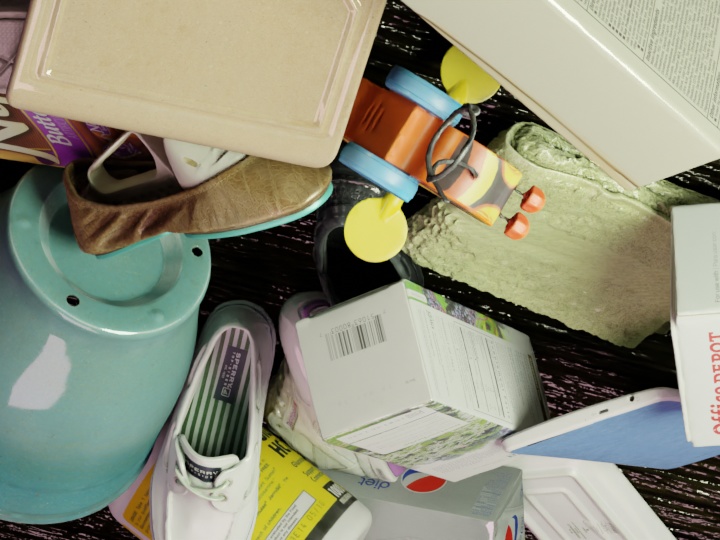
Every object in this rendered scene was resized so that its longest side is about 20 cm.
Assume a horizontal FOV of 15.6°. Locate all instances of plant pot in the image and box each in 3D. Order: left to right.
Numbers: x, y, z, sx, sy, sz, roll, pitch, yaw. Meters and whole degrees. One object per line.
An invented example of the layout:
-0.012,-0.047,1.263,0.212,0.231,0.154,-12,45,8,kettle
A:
-0.188,0.029,1.662,0.199,0.201,0.188,23,141,-14,plant pot

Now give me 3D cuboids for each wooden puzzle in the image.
-0.077,-0.154,1.385,0.184,0.037,0.201,11,122,-16,wooden puzzle

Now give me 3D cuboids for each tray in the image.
0.160,0.182,1.908,0.107,0.022,0.200,-8,142,31,tray

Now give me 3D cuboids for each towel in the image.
0.135,-0.018,1.574,0.199,0.037,0.148,19,145,-24,towel

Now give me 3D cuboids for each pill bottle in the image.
-0.100,0.153,1.810,0.200,0.113,0.113,37,149,6,pill bottle

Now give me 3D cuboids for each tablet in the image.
0.196,0.101,1.688,0.130,0.014,0.199,-21,161,35,tablet

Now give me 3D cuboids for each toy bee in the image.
0.042,-0.054,1.462,0.108,0.200,0.131,32,111,-28,toy bee

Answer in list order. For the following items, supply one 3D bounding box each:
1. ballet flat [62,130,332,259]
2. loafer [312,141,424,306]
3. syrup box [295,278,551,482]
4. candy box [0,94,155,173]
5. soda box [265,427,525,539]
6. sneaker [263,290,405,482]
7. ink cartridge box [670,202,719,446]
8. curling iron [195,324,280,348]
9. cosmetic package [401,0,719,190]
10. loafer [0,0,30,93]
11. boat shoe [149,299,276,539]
-0.103,-0.055,1.510,0.199,0.068,0.073,-8,118,46,ballet flat
0.000,0.000,1.643,0.068,0.071,0.201,9,148,10,loafer
0.044,0.072,1.650,0.078,0.082,0.200,-21,161,21,syrup box
-0.192,-0.115,1.560,0.199,0.057,0.117,10,149,11,candy box
0.015,0.169,1.874,0.199,0.064,0.069,9,125,20,soda box
-0.033,0.085,1.785,0.099,0.075,0.200,2,146,20,sneaker
0.281,0.026,1.521,0.199,0.083,0.146,-4,145,9,ink cartridge box
-0.151,0.044,1.818,0.199,0.026,0.050,4,150,17,curling iron
0.108,-0.141,1.347,0.200,0.104,0.073,37,142,-30,cosmetic package
-0.126,-0.127,1.449,0.199,0.063,0.072,7,122,-12,loafer
-0.101,0.119,1.711,0.073,0.201,0.067,8,-171,5,boat shoe
